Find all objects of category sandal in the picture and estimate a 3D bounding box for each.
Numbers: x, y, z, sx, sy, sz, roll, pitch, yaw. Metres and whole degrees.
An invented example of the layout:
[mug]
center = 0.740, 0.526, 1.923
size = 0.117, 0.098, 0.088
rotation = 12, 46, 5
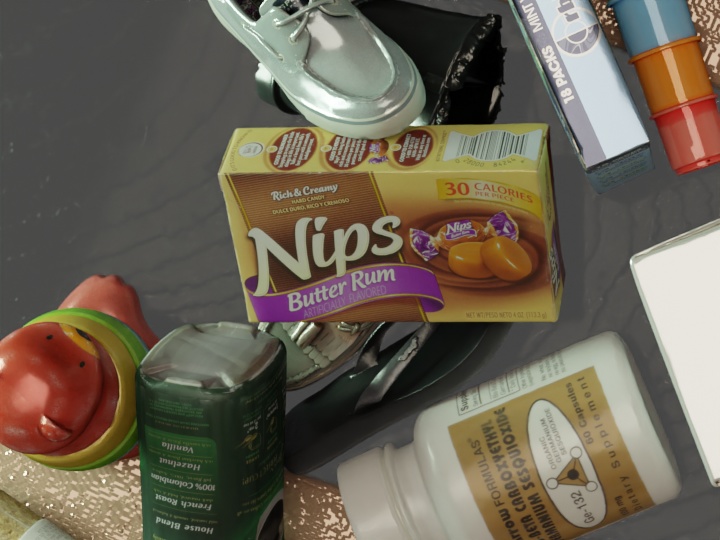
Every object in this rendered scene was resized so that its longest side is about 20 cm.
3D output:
[sandal]
center = 0.018, 0.064, 1.549
size = 0.200, 0.076, 0.043
rotation = -36, 115, 16

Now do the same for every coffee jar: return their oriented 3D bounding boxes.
[coffee jar]
center = -0.094, 0.141, 1.536
size = 0.085, 0.104, 0.201
rotation = 8, 113, 17

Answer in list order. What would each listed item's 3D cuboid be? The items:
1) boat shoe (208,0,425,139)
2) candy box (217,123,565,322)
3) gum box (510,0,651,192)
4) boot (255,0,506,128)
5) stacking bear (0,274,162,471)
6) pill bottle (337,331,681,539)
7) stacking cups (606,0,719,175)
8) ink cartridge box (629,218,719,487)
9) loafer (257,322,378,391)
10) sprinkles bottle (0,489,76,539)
[boat shoe]
center = -0.040, -0.153, 1.487
size = 0.070, 0.072, 0.201
rotation = -43, 54, -8
[candy box]
center = 0.021, -0.029, 1.487
size = 0.199, 0.057, 0.117
rotation = 0, 127, 12
[gum box]
center = 0.127, -0.139, 1.480
size = 0.044, 0.200, 0.170
rotation = -23, 85, 7
[boot]
center = 0.024, -0.164, 1.540
size = 0.162, 0.073, 0.199
rotation = 24, 100, 38
[stacking bear]
center = -0.185, 0.074, 1.536
size = 0.121, 0.200, 0.114
rotation = 45, 96, 7
[pill bottle]
center = 0.093, 0.126, 1.532
size = 0.199, 0.114, 0.115
rotation = -23, 85, 8
[stacking cups]
center = 0.193, -0.162, 1.554
size = 0.060, 0.061, 0.201
rotation = -21, 89, 8
[ink cartridge box]
center = 0.229, 0.046, 1.467
size = 0.084, 0.200, 0.145
rotation = -21, 85, 8
[loafer]
center = 0.000, 0.000, 1.575
size = 0.200, 0.063, 0.072
rotation = -44, 84, 6
[sprinkles bottle]
center = -0.187, 0.219, 1.600
size = 0.200, 0.068, 0.068
rotation = 33, 94, 9
